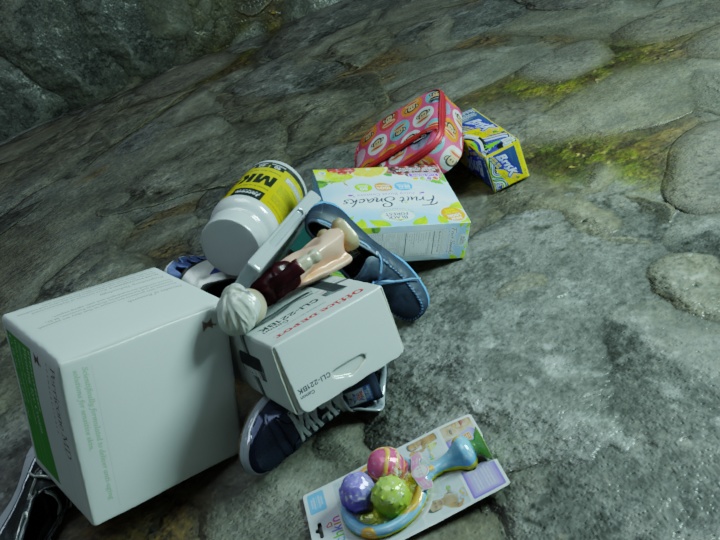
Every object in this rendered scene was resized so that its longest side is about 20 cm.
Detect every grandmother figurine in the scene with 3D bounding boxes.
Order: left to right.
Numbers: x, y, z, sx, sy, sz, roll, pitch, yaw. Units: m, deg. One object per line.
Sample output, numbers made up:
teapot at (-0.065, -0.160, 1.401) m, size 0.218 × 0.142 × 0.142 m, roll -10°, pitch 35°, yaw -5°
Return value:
grandmother figurine at (-0.082, 0.008, 0.872) m, size 0.200 × 0.061 × 0.121 m, roll -39°, pitch -4°, yaw -40°

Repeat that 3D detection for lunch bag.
lunch bag at (0.078, -0.192, 1.301) m, size 0.199 × 0.082 × 0.177 m, roll -29°, pitch 40°, yaw 33°

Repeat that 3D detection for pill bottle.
pill bottle at (-0.163, -0.082, 1.202) m, size 0.113 × 0.115 × 0.200 m, roll -10°, pitch 27°, yaw 21°

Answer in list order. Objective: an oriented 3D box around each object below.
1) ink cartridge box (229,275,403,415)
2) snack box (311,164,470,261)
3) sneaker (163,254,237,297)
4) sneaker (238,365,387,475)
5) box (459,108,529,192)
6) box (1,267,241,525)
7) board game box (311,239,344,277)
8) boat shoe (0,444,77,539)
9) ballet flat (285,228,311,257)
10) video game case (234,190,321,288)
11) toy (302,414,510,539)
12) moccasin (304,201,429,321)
ink cartridge box at (-0.066, 0.073, 0.887) m, size 0.144 × 0.084 × 0.199 m, roll -28°, pitch 19°, yaw -24°
snack box at (0.039, -0.084, 1.127) m, size 0.198 × 0.068 × 0.169 m, roll -4°, pitch 37°, yaw -11°
sneaker at (-0.203, 0.012, 1.229) m, size 0.115 × 0.081 × 0.199 m, roll 31°, pitch 40°, yaw 28°
sneaker at (-0.045, 0.156, 0.881) m, size 0.108 × 0.071 × 0.200 m, roll 1°, pitch 34°, yaw 39°
box at (0.205, -0.204, 1.294) m, size 0.064 × 0.070 × 0.200 m, roll -25°, pitch 30°, yaw -1°
box at (-0.265, 0.131, 0.885) m, size 0.199 × 0.201 × 0.170 m, roll -21°, pitch 28°, yaw -39°
board game box at (-0.022, -0.023, 1.139) m, size 0.101 × 0.048 × 0.201 m, roll 14°, pitch 37°, yaw 4°
boat shoe at (-0.372, 0.265, 0.922) m, size 0.067 × 0.074 × 0.200 m, roll -14°, pitch 31°, yaw 23°
ballet flat at (-0.095, -0.004, 1.183) m, size 0.072 × 0.073 × 0.201 m, roll -13°, pitch 36°, yaw 17°
video game case at (-0.137, 0.005, 1.045) m, size 0.200 × 0.024 × 0.182 m, roll -53°, pitch 3°, yaw 42°
toy at (0.034, 0.206, 0.767) m, size 0.198 × 0.048 × 0.115 m, roll -24°, pitch 28°, yaw -2°
moccasin at (0.000, 0.000, 0.998) m, size 0.081 × 0.199 × 0.068 m, roll -51°, pitch 2°, yaw 26°
